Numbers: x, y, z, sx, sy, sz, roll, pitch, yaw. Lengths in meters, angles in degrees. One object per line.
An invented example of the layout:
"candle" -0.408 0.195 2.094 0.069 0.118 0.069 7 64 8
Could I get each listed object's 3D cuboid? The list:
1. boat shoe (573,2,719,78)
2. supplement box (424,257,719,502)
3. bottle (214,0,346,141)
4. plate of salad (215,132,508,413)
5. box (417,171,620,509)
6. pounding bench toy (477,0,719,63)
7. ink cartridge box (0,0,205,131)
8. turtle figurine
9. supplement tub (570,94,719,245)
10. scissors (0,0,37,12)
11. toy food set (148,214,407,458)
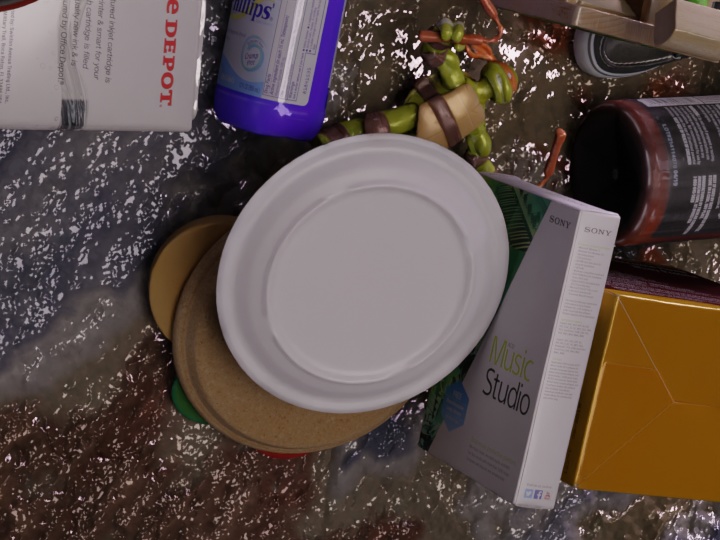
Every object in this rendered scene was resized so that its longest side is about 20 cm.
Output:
"boat shoe" 0.246 -0.190 1.811 0.199 0.057 0.069 -23 113 -24
"supplement box" 0.188 0.069 1.755 0.197 0.200 0.133 8 99 -31
"bottle" -0.044 -0.188 1.627 0.065 0.083 0.201 7 99 -31
"plate of salad" 0.000 0.000 1.628 0.199 0.048 0.201 -8 118 -15
"box" 0.103 0.044 1.670 0.036 0.144 0.201 10 97 -28
"pounding bench toy" 0.196 -0.228 1.649 0.124 0.200 0.157 11 97 -30
"ink cartridge box" -0.202 -0.164 1.540 0.199 0.084 0.145 -1 102 -29
"turtle figurine" 0.046 -0.110 1.708 0.161 0.064 0.200 -31 131 -9
"supplement tub" 0.259 -0.075 1.818 0.199 0.107 0.107 -4 104 -30
"scissors" -0.149 -0.201 1.455 0.199 0.014 0.073 -12 108 1
"toy food set" -0.038 0.039 1.690 0.199 0.049 0.199 -19 119 -9
